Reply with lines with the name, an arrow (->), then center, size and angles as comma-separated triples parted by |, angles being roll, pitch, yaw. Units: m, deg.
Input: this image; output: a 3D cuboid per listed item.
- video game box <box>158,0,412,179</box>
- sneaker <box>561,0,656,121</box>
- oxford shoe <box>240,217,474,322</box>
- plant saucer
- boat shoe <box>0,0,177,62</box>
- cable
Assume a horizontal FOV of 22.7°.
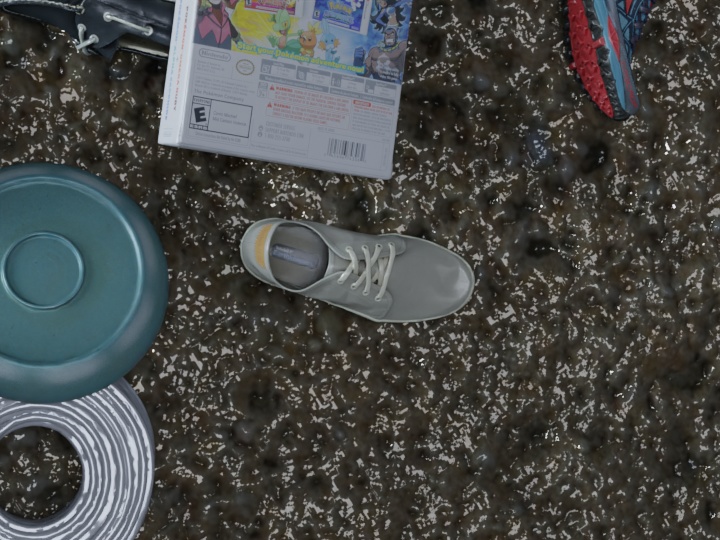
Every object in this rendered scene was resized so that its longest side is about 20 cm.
video game box -> -0.056, -0.176, 1.427 | 0.199, 0.047, 0.184 | 8, 92, -32
sneaker -> 0.219, -0.227, 1.493 | 0.095, 0.079, 0.202 | -11, 94, -12
oxford shoe -> 0.000, 0.000, 1.468 | 0.198, 0.058, 0.076 | 12, 87, -12
plant saucer -> -0.247, 0.004, 1.400 | 0.198, 0.027, 0.202 | 4, 70, -10
boat shoe -> -0.193, -0.196, 1.418 | 0.198, 0.076, 0.061 | 5, 85, -10
cable -> -0.259, 0.156, 1.416 | 0.199, 0.069, 0.201 | 37, 85, -9
